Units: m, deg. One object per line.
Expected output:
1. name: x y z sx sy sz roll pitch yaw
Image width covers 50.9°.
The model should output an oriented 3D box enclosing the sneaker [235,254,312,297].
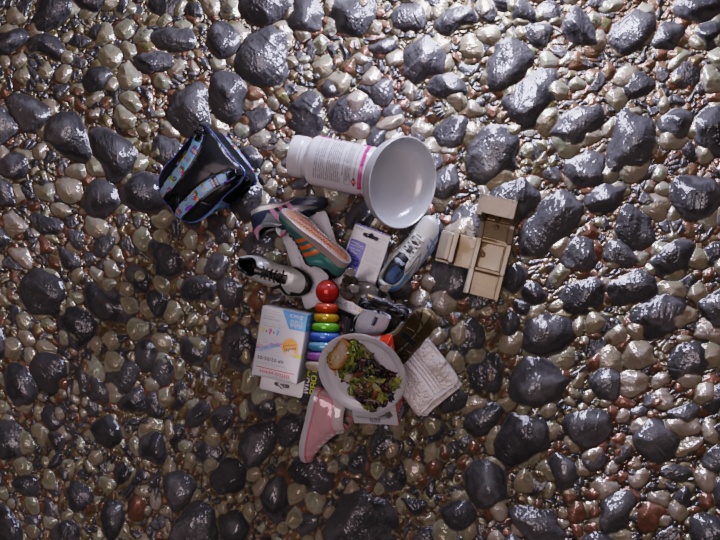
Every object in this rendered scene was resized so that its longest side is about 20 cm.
1. sneaker: -0.205 0.014 1.766 0.198 0.080 0.075 16 93 23

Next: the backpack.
1. backpack: -0.368 -0.213 1.792 0.200 0.134 0.183 -44 81 9

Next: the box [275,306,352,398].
1. box: -0.110 0.196 1.774 0.158 0.044 0.203 8 92 13

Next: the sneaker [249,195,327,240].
1. sneaker: -0.164 -0.121 1.774 0.197 0.070 0.083 -12 77 21

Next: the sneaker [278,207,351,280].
1. sneaker: -0.117 -0.055 1.716 0.200 0.071 0.080 41 118 5

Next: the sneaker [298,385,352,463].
1. sneaker: -0.077 0.368 1.731 0.103 0.075 0.203 18 113 12

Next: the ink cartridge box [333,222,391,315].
1. ink cartridge box: 0.000 0.000 1.753 0.094 0.037 0.203 20 97 14

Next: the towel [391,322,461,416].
1. towel: 0.125 0.220 1.722 0.132 0.034 0.201 -41 81 10

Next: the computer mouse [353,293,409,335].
1. computer mouse: 0.031 0.113 1.669 0.108 0.200 0.044 17 65 -6

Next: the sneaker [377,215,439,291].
1. sneaker: 0.111 -0.036 1.707 0.072 0.072 0.201 36 97 13

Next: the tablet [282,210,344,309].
1. tablet: -0.105 -0.024 1.770 0.129 0.014 0.202 -23 78 21

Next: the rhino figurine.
1. rhino figurine: 0.041 0.066 1.693 0.198 0.087 0.060 27 68 -6

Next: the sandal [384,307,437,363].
1. sandal: 0.099 0.148 1.682 0.080 0.054 0.200 44 118 -1

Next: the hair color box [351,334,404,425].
1. hair color box: 0.028 0.243 1.687 0.109 0.064 0.203 -1 114 20

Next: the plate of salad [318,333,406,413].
1. plate of salad: 0.000 0.228 1.623 0.197 0.048 0.203 6 116 13

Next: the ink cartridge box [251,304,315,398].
1. ink cartridge box: -0.178 0.188 1.734 0.113 0.068 0.203 10 93 14

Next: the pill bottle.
1. pill bottle: -0.062 -0.243 1.728 0.197 0.113 0.115 14 93 13

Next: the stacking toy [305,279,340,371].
1. stacking toy: -0.080 0.123 1.706 0.084 0.085 0.203 1 87 14

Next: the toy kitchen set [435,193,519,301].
1. toy kitchen set: 0.237 -0.055 1.619 0.161 0.180 0.203 14 89 14

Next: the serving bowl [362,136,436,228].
1. serving bowl: 0.076 -0.197 1.675 0.065 0.198 0.203 19 95 50
